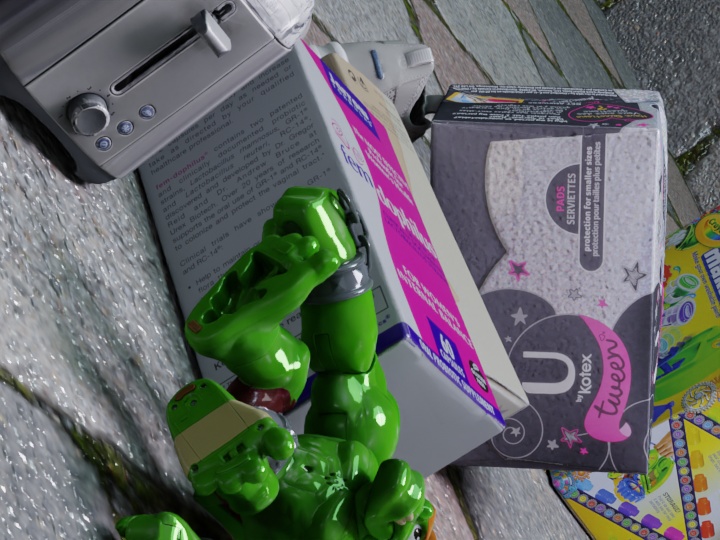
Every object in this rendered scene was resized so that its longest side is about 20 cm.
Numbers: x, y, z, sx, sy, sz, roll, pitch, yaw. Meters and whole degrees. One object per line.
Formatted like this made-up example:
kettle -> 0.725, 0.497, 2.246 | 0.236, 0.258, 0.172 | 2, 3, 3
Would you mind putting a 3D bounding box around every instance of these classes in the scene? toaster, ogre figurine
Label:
toaster -> -0.102, -0.144, 1.075 | 0.114, 0.129, 0.200 | 50, 16, -38
ogre figurine -> -0.029, 0.072, 0.939 | 0.201, 0.098, 0.120 | -93, 160, -48

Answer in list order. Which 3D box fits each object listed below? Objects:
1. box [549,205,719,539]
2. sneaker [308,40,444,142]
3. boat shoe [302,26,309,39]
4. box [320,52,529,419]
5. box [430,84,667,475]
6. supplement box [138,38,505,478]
box -> 0.231, 0.086, 1.682 | 0.122, 0.192, 0.200 | 52, 14, -28
sneaker -> 0.011, -0.081, 1.389 | 0.200, 0.082, 0.075 | 85, -6, -79
boat shoe -> -0.078, -0.219, 1.446 | 0.201, 0.074, 0.093 | 61, 21, 8
box -> 0.000, 0.000, 1.227 | 0.078, 0.095, 0.201 | 36, 26, -57
box -> 0.107, 0.004, 1.353 | 0.115, 0.131, 0.201 | -64, 155, -73
supplement box -> -0.024, 0.003, 1.113 | 0.101, 0.103, 0.201 | 42, 20, -49
